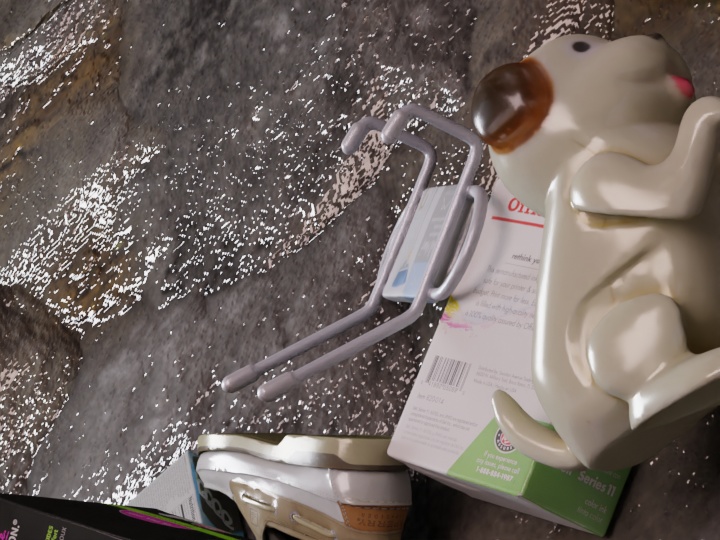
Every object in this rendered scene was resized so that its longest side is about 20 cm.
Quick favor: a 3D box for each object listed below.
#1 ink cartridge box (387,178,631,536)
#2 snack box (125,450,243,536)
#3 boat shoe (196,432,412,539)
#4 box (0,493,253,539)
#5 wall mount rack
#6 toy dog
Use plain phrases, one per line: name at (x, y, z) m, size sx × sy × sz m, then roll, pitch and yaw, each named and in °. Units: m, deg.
ink cartridge box at (0.105, 0.023, 1.516) m, size 0.117 × 0.067 × 0.200 m, roll 13°, pitch 78°, yaw 54°
snack box at (-0.108, 0.213, 1.682) m, size 0.116 × 0.037 × 0.200 m, roll -41°, pitch 41°, yaw 26°
boat shoe at (-0.037, 0.123, 1.618) m, size 0.200 × 0.075 × 0.069 m, roll 175°, pitch 96°, yaw -65°
box at (-0.089, 0.197, 1.516) m, size 0.200 × 0.148 × 0.125 m, roll 14°, pitch 91°, yaw 36°
wall mount rack at (0.000, 0.000, 1.598) m, size 0.200 × 0.074 × 0.174 m, roll 178°, pitch 116°, yaw -79°
toy dog at (0.131, -0.018, 1.401) m, size 0.194 × 0.139 × 0.200 m, roll -33°, pitch 68°, yaw 43°
